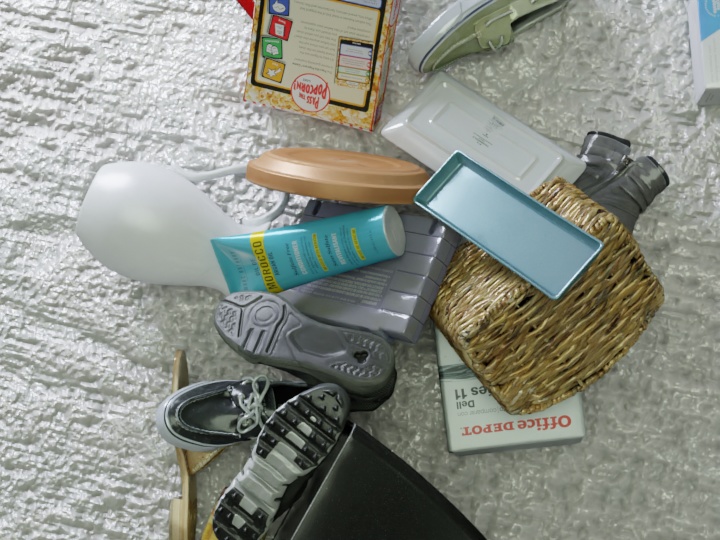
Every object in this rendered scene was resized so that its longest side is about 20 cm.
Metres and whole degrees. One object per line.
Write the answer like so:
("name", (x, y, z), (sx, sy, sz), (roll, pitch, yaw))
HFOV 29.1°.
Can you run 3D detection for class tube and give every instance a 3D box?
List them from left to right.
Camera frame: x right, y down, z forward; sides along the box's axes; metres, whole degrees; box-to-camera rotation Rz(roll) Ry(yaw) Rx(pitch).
("tube", (-0.053, -0.018, 1.383), (0.199, 0.050, 0.078), (-14, 98, 25))

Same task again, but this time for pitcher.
("pitcher", (-0.186, -0.060, 1.479), (0.199, 0.121, 0.173), (22, 72, -2))

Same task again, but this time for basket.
("basket", (0.180, 0.029, 1.365), (0.200, 0.149, 0.143), (-39, 115, 0))

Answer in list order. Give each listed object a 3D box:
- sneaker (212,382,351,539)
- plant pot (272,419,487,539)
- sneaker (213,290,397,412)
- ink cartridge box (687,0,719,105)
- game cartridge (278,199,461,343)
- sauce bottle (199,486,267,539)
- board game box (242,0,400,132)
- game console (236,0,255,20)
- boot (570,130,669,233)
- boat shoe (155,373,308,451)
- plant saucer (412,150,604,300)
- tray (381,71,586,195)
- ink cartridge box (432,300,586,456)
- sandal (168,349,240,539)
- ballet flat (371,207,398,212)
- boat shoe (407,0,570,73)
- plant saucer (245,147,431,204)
("sneaker", (-0.071, 0.182, 1.362), (0.066, 0.090, 0.201), (38, 109, 7))
("plant pot", (0.013, 0.280, 1.369), (0.177, 0.200, 0.201), (31, 84, -2))
("sneaker", (-0.054, 0.089, 1.389), (0.198, 0.115, 0.077), (17, 63, 17))
("ink cartridge box", (0.455, -0.245, 1.469), (0.198, 0.067, 0.117), (-4, 80, 5))
("game cartridge", (0.000, 0.000, 1.404), (0.199, 0.038, 0.131), (12, 76, 42))
("sauce bottle", (-0.153, 0.326, 1.432), (0.066, 0.066, 0.201), (22, 81, 8))
("board game box", (-0.039, -0.262, 1.473), (0.150, 0.046, 0.201), (15, 118, 7))
("game console", (-0.053, -0.355, 1.558), (0.200, 0.118, 0.172), (51, 119, 11))
("boot", (0.216, -0.097, 1.475), (0.199, 0.070, 0.132), (30, 73, 11))
("boat shoe", (-0.107, 0.143, 1.412), (0.198, 0.068, 0.074), (4, 72, -24))
("plant saucer", (0.137, -0.042, 1.302), (0.070, 0.019, 0.200), (-47, 53, -7))
("tray", (0.129, -0.132, 1.452), (0.199, 0.022, 0.107), (35, 67, 19))
("ink cartridge box", (0.150, 0.085, 1.435), (0.145, 0.083, 0.202), (-8, 81, 4))
("sandal", (-0.160, 0.190, 1.453), (0.069, 0.078, 0.214), (1, 89, 3))
("ballet flat", (-0.019, 0.020, 1.479), (0.071, 0.072, 0.201), (31, 83, 9))
("boat shoe", (0.143, -0.270, 1.499), (0.199, 0.072, 0.062), (-36, 77, -4))
("plant saucer", (-0.018, -0.100, 1.421), (0.198, 0.200, 0.033), (8, 102, 6))
